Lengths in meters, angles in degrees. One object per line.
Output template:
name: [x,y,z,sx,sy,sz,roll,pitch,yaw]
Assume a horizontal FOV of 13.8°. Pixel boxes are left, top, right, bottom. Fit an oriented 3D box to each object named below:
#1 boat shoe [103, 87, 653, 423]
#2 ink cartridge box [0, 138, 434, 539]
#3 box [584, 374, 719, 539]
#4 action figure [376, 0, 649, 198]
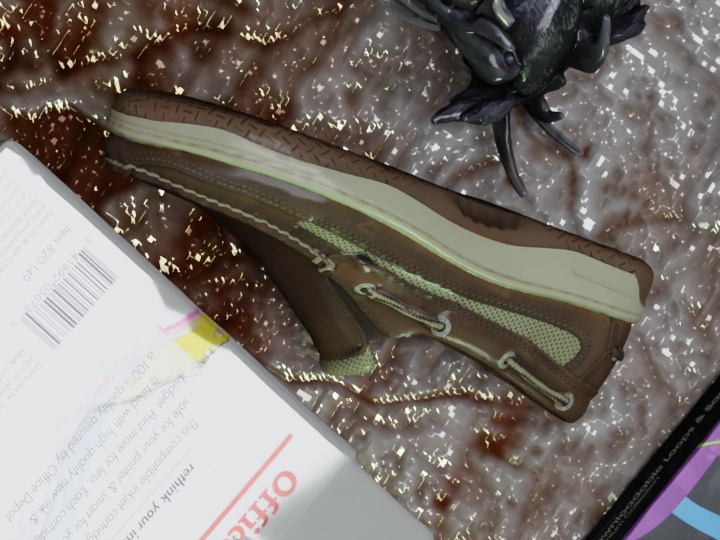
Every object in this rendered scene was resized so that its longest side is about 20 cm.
boat shoe: [0.002,0.001,1.018,0.202,0.075,0.075,20,92,-14]
ink cartridge box: [-0.086,0.065,0.998,0.200,0.067,0.117,43,81,-10]
box: [0.163,0.112,1.080,0.143,0.036,0.200,42,82,-12]
action figure: [0.049,-0.129,1.013,0.119,0.102,0.200,-27,137,-36]
